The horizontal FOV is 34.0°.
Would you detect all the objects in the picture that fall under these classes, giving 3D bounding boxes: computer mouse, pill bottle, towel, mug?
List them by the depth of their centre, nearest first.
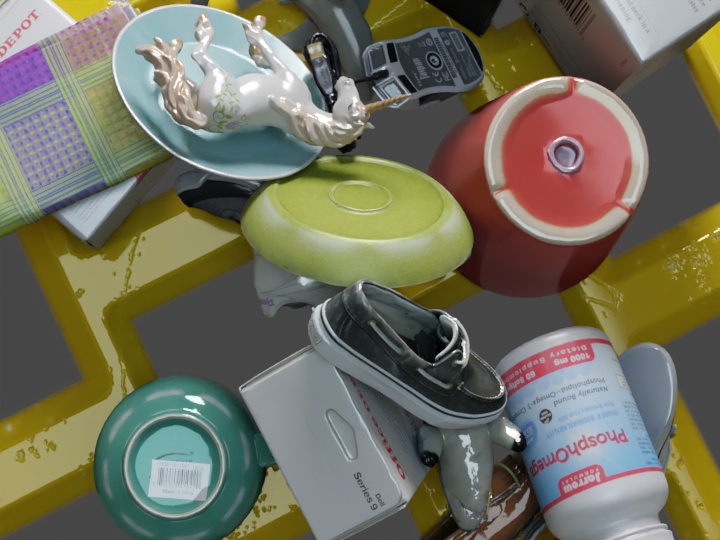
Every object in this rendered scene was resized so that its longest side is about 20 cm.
[{"bbox_3d":[0.193,0.158,0.995,0.107,0.109,0.202,-16,66,-5],"label":"pill bottle"},{"bbox_3d":[-0.256,-0.131,1.027,0.198,0.023,0.145,-27,87,-6],"label":"towel"},{"bbox_3d":[-0.147,0.159,1.039,0.185,0.114,0.152,-42,87,-6],"label":"mug"},{"bbox_3d":[0.035,-0.177,1.094,0.198,0.044,0.111,-17,77,-37],"label":"computer mouse"}]

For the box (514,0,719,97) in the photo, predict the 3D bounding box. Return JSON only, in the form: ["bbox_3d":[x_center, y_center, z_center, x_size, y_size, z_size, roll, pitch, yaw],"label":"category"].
[{"bbox_3d":[0.226,-0.275,1.066,0.130,0.200,0.200,-33,86,-4],"label":"box"}]

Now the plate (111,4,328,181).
[{"bbox_3d":[-0.122,-0.151,1.021,0.198,0.026,0.202,17,48,-19],"label":"plate"}]

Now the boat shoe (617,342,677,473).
[{"bbox_3d":[0.256,0.165,1.082,0.074,0.086,0.205,9,95,28],"label":"boat shoe"}]

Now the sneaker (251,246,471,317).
[{"bbox_3d":[0.000,0.000,1.035,0.197,0.075,0.101,-2,98,-12],"label":"sneaker"}]

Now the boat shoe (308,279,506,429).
[{"bbox_3d":[0.053,0.068,0.925,0.199,0.071,0.073,24,43,-34],"label":"boat shoe"}]

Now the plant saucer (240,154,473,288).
[{"bbox_3d":[-0.001,-0.050,0.984,0.197,0.201,0.031,4,120,-3],"label":"plant saucer"}]

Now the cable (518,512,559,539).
[{"bbox_3d":[0.134,0.275,1.026,0.198,0.050,0.098,-19,102,-11],"label":"cable"}]

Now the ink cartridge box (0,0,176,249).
[{"bbox_3d":[-0.274,-0.140,1.079,0.200,0.085,0.146,41,83,0],"label":"ink cartridge box"}]

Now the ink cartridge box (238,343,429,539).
[{"bbox_3d":[-0.011,0.130,1.002,0.087,0.200,0.146,-30,87,10],"label":"ink cartridge box"}]

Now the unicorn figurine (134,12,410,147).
[{"bbox_3d":[-0.080,-0.154,0.991,0.198,0.074,0.138,-18,65,-21],"label":"unicorn figurine"}]

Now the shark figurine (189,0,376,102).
[{"bbox_3d":[-0.063,-0.262,1.105,0.212,0.090,0.129,22,82,-3],"label":"shark figurine"}]

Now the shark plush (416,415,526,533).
[{"bbox_3d":[0.068,0.128,1.041,0.090,0.084,0.201,-17,49,-15],"label":"shark plush"}]

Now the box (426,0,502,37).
[{"bbox_3d":[0.058,-0.309,1.060,0.192,0.200,0.048,36,81,0],"label":"box"}]

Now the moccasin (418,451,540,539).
[{"bbox_3d":[0.110,0.211,1.074,0.078,0.074,0.202,42,91,-6],"label":"moccasin"}]

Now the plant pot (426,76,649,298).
[{"bbox_3d":[0.165,-0.082,1.052,0.198,0.177,0.203,0,83,-3],"label":"plant pot"}]

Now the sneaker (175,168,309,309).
[{"bbox_3d":[-0.079,-0.028,1.082,0.197,0.075,0.115,10,81,-5],"label":"sneaker"}]
